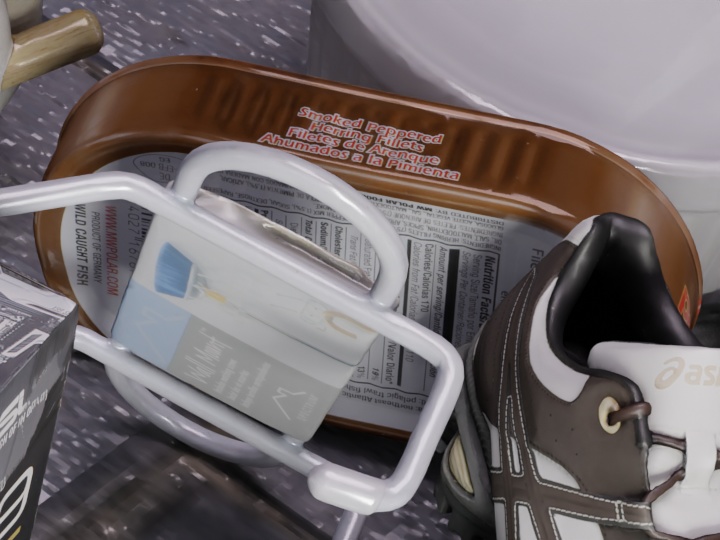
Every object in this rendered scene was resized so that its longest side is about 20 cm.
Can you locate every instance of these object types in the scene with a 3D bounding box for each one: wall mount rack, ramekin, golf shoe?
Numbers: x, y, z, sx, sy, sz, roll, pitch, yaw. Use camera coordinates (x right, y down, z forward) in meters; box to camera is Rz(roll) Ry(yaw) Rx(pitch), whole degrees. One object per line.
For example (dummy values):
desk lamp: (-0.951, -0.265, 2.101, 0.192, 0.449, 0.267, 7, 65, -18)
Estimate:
wall mount rack: (-0.069, 0.024, 0.797, 0.174, 0.200, 0.075, 27, 65, -1)
ramekin: (0.072, -0.063, 1.005, 0.202, 0.094, 0.203, 10, 39, -8)
golf shoe: (0.073, 0.069, 0.769, 0.078, 0.095, 0.200, 3, 42, -28)

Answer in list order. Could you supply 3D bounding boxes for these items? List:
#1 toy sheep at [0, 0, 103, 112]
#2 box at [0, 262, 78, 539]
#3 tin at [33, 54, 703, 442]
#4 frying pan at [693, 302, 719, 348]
toy sheep: (-0.158, -0.088, 0.924, 0.138, 0.138, 0.200, -1, 27, -21)
box: (-0.142, 0.106, 0.681, 0.050, 0.158, 0.200, 26, 39, 11)
tin: (0.000, 0.000, 0.884, 0.200, 0.112, 0.042, 12, 48, 9)
frying pan: (0.144, 0.048, 0.907, 0.190, 0.031, 0.115, -1, 35, 12)
